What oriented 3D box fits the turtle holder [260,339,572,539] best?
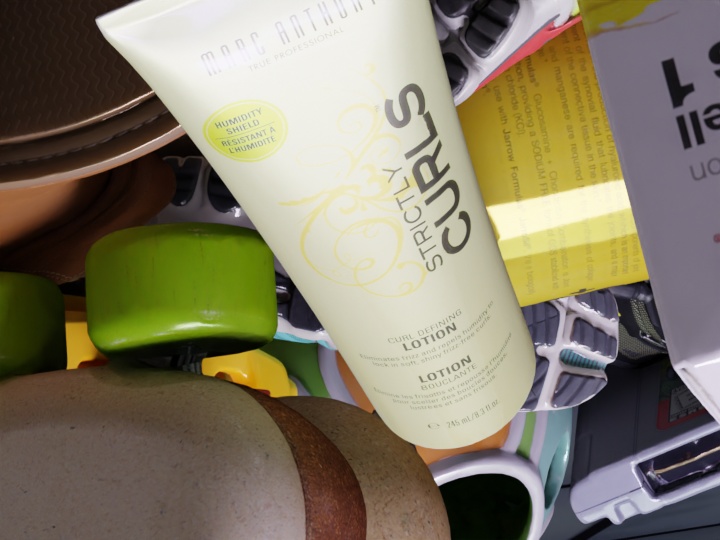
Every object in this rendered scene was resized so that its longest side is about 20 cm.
[{"bbox_3d":[0.017,0.075,0.983,0.140,0.132,0.186,8,127,-29],"label":"turtle holder"}]

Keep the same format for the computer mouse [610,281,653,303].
[{"bbox_3d":[0.098,-0.030,0.932,0.199,0.046,0.140,10,164,-30],"label":"computer mouse"}]

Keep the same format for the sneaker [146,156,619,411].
[{"bbox_3d":[0.000,0.000,0.871,0.198,0.078,0.080,16,176,4],"label":"sneaker"}]

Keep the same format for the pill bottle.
[{"bbox_3d":[0.077,-0.052,0.737,0.198,0.113,0.112,-12,164,1],"label":"pill bottle"}]

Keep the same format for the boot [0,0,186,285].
[{"bbox_3d":[-0.091,-0.033,0.677,0.199,0.077,0.155,-18,161,24],"label":"boot"}]

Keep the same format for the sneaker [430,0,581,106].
[{"bbox_3d":[0.047,-0.088,0.649,0.199,0.078,0.085,-28,167,24],"label":"sneaker"}]

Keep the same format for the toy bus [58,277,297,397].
[{"bbox_3d":[-0.090,0.065,0.876,0.191,0.137,0.199,0,175,38],"label":"toy bus"}]

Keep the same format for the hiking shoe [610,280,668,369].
[{"bbox_3d":[0.159,0.023,1.062,0.075,0.102,0.200,-5,162,-20],"label":"hiking shoe"}]

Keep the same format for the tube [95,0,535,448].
[{"bbox_3d":[0.000,-0.020,0.605,0.052,0.058,0.200,21,156,28],"label":"tube"}]

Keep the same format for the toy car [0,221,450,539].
[{"bbox_3d":[-0.037,0.087,0.727,0.157,0.166,0.199,-11,167,33],"label":"toy car"}]

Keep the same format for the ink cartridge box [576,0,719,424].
[{"bbox_3d":[0.119,-0.082,0.515,0.144,0.202,0.084,-17,163,13],"label":"ink cartridge box"}]

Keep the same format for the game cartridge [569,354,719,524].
[{"bbox_3d":[0.193,0.044,1.131,0.199,0.041,0.133,-25,-161,20],"label":"game cartridge"}]
